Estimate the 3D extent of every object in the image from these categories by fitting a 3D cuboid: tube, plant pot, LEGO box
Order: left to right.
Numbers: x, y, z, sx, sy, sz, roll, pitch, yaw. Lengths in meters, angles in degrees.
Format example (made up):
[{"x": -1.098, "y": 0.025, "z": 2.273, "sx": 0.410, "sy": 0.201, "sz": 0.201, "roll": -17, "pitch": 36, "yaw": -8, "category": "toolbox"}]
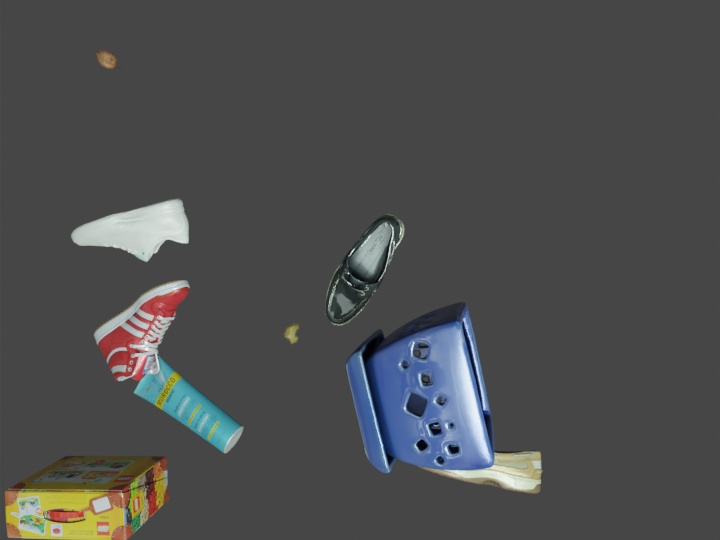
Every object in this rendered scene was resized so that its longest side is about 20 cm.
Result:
[{"x": -0.439, "y": 0.368, "z": 0.942, "sx": 0.196, "sy": 0.149, "sz": 0.079, "roll": -2, "pitch": 92, "yaw": 8, "category": "LEGO box"}, {"x": -0.289, "y": 0.228, "z": 0.970, "sx": 0.198, "sy": 0.050, "sz": 0.078, "roll": 32, "pitch": 87, "yaw": 12, "category": "tube"}, {"x": 0.088, "y": 0.170, "z": 0.839, "sx": 0.177, "sy": 0.200, "sz": 0.204, "roll": -13, "pitch": 92, "yaw": 14, "category": "plant pot"}]

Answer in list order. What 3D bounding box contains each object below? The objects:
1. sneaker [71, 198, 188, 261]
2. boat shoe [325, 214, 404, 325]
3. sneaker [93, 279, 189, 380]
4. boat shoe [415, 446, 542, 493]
[{"x": -0.382, "y": -0.055, "z": 0.956, "sx": 0.196, "sy": 0.075, "sz": 0.090, "roll": -13, "pitch": 103, "yaw": 7, "category": "sneaker"}, {"x": 0.002, "y": 0.001, "z": 0.903, "sx": 0.074, "sy": 0.066, "sz": 0.200, "roll": 38, "pitch": 97, "yaw": 4, "category": "boat shoe"}, {"x": -0.344, "y": 0.105, "z": 0.946, "sx": 0.198, "sy": 0.071, "sz": 0.114, "roll": -33, "pitch": 74, "yaw": 16, "category": "sneaker"}, {"x": 0.184, "y": 0.291, "z": 0.900, "sx": 0.196, "sy": 0.072, "sz": 0.078, "roll": 10, "pitch": 80, "yaw": 0, "category": "boat shoe"}]
